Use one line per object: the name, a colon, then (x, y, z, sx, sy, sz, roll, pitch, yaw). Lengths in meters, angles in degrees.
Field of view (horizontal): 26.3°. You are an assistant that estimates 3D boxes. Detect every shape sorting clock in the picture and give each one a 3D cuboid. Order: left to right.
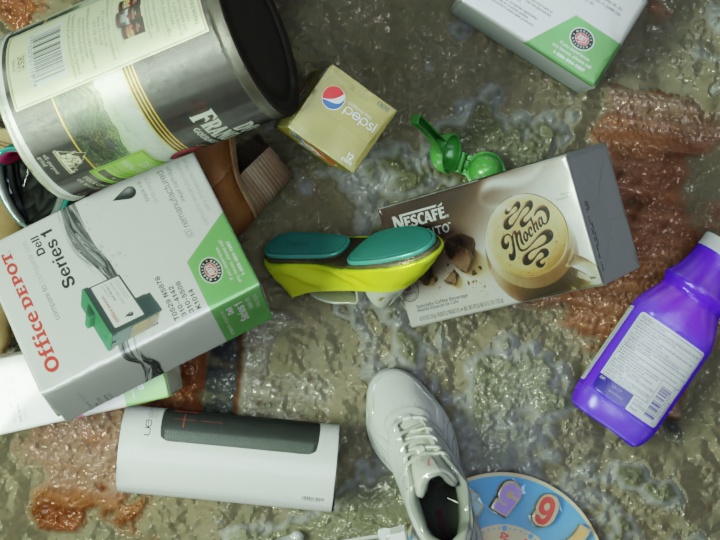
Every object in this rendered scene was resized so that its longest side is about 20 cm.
shape sorting clock: (0.130, 0.285, 1.406, 0.199, 0.039, 0.201, 1, 83, -6)

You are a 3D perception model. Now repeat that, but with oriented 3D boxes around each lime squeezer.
lime squeezer: (0.109, -0.100, 1.397, 0.199, 0.070, 0.038, 25, 64, -30)

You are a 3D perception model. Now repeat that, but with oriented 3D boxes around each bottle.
bottle: (0.276, 0.059, 1.399, 0.083, 0.065, 0.201, 34, 91, -2)

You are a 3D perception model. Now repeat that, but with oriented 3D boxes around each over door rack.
over door rack: (-0.031, 0.311, 1.394, 0.199, 0.067, 0.149, -10, 92, 21)

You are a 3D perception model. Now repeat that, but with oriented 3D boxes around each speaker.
speaker: (-0.119, 0.170, 1.392, 0.199, 0.081, 0.082, 6, 92, 0)

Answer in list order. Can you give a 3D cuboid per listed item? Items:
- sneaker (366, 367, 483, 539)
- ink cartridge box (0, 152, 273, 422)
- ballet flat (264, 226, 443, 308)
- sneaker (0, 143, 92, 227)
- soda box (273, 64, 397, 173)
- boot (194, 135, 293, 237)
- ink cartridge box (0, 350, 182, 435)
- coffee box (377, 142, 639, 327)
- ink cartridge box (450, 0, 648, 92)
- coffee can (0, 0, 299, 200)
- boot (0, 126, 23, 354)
sneaker: (0.061, 0.170, 1.367, 0.078, 0.099, 0.201, -21, 71, -7)
ink cartridge box: (-0.195, 0.012, 1.281, 0.199, 0.084, 0.147, -27, 70, -6)
ballet flat: (0.000, 0.000, 1.356, 0.067, 0.199, 0.067, -45, 122, -40)
sneaker: (-0.264, -0.115, 1.346, 0.083, 0.121, 0.201, 5, 92, 25)
soda box: (-0.025, -0.129, 1.322, 0.068, 0.200, 0.064, 34, 91, -8)
boot: (-0.172, -0.101, 1.366, 0.155, 0.074, 0.200, -41, 107, -5)
ink cartridge box: (-0.265, 0.098, 1.368, 0.199, 0.117, 0.068, -13, 90, -1)
coffee box: (0.126, -0.029, 1.338, 0.199, 0.080, 0.114, -14, 93, 37)
ink cartridge box: (0.194, -0.283, 1.378, 0.144, 0.084, 0.201, 31, 91, -4)
coffee can: (-0.168, -0.157, 1.224, 0.199, 0.146, 0.147, -20, 92, 16)
boot: (-0.379, -0.041, 1.387, 0.174, 0.066, 0.201, 15, 90, -2)
